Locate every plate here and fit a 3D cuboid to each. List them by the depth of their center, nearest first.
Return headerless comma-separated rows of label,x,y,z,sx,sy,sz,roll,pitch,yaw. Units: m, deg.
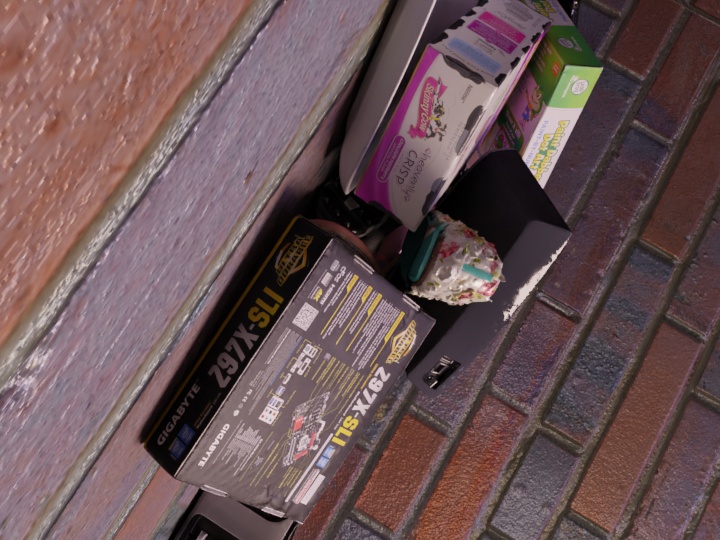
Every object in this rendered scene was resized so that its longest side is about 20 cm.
plate,0.048,-0.179,0.702,0.201,0.032,0.200,-64,173,33

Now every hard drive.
hard drive,0.088,0.000,0.779,0.201,0.042,0.136,-55,-145,28

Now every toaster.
toaster,-0.135,0.299,1.065,0.182,0.118,0.200,-57,173,-14

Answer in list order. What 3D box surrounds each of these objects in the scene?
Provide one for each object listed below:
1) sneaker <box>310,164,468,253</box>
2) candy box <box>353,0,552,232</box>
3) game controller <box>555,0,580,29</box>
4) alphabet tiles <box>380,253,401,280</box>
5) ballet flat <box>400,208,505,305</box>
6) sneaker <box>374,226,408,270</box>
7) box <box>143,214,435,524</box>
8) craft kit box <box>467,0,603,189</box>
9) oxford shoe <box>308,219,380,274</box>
sneaker,0.019,-0.061,0.801,0.199,0.067,0.091,-31,166,-42
candy box,0.079,-0.136,0.719,0.137,0.061,0.200,-61,175,35
game controller,0.182,-0.244,0.863,0.104,0.042,0.202,-105,-161,-75
alphabet tiles,-0.023,0.059,0.891,0.200,0.008,0.167,-41,162,6
ballet flat,0.069,-0.005,0.696,0.200,0.063,0.076,-95,-154,-81
sneaker,0.049,-0.101,0.881,0.201,0.075,0.105,-65,-177,-36
box,-0.046,0.082,0.673,0.201,0.049,0.159,-57,141,-3
craft kit box,0.143,-0.175,0.874,0.199,0.048,0.201,106,-24,-45
oxford shoe,-0.019,0.037,0.743,0.201,0.070,0.074,70,26,-50
